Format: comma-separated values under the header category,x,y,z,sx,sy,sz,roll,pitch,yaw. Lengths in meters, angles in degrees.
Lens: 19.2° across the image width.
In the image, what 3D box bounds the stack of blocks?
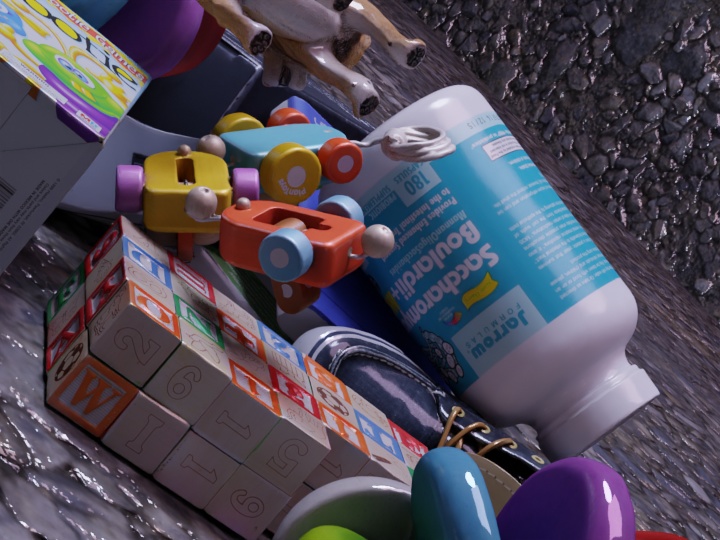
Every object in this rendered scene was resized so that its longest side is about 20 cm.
category,x,y,z,sx,sy,sz,roll,pitch,yaw
stack of blocks,-0.049,0.072,0.986,0.200,0.059,0.115,38,11,-20

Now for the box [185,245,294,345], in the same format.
category,x,y,z,sx,sy,sz,roll,pitch,yaw
box,-0.011,0.065,1.226,0.200,0.036,0.144,30,15,-51

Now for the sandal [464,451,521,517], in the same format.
category,x,y,z,sx,sy,sz,roll,pitch,yaw
sandal,0.093,0.190,1.045,0.212,0.078,0.070,53,-6,25

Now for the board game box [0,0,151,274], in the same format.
category,x,y,z,sx,sy,sz,roll,pitch,yaw
board game box,-0.176,-0.069,0.984,0.103,0.105,0.200,39,10,-8

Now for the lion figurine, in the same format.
category,x,y,z,sx,sy,sz,roll,pitch,yaw
lion figurine,-0.044,-0.143,1.112,0.122,0.073,0.200,41,0,30

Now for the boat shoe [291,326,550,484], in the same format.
category,x,y,z,sx,sy,sz,roll,pitch,yaw
boat shoe,0.051,0.097,1.100,0.200,0.071,0.091,42,-22,-29

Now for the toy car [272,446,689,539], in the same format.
category,x,y,z,sx,sy,sz,roll,pitch,yaw
toy car,0.065,0.146,0.845,0.200,0.150,0.175,37,12,-23

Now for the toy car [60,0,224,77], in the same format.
category,x,y,z,sx,sy,sz,roll,pitch,yaw
toy car,-0.141,-0.173,1.178,0.150,0.175,0.200,59,16,3

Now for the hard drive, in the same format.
category,x,y,z,sx,sy,sz,roll,pitch,yaw
hard drive,0.000,0.000,1.212,0.132,0.025,0.200,43,24,-29

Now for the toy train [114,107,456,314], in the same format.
category,x,y,z,sx,sy,sz,roll,pitch,yaw
toy train,-0.034,-0.026,1.035,0.150,0.056,0.200,11,21,18

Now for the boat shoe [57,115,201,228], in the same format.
category,x,y,z,sx,sy,sz,roll,pitch,yaw
boat shoe,-0.146,-0.057,1.173,0.200,0.074,0.065,24,-17,-32

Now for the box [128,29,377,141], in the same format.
category,x,y,z,sx,sy,sz,roll,pitch,yaw
box,-0.086,-0.093,1.361,0.148,0.104,0.200,39,8,34

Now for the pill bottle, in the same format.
category,x,y,z,sx,sy,sz,roll,pitch,yaw
pill bottle,0.074,0.007,1.152,0.200,0.111,0.111,53,12,9
